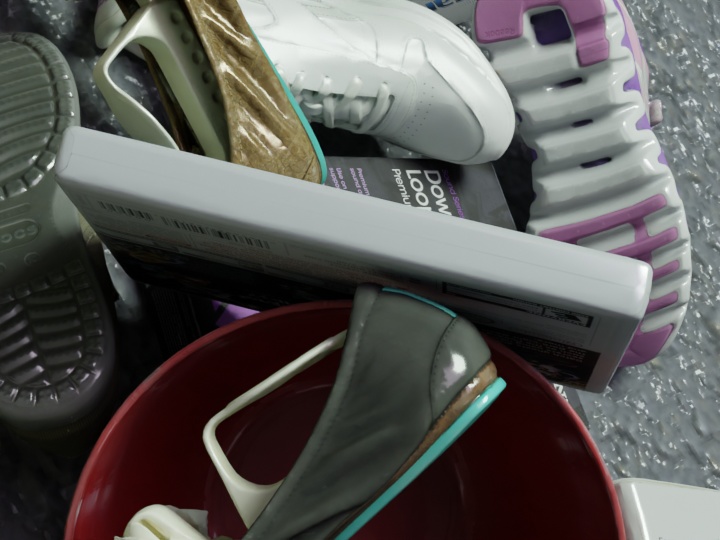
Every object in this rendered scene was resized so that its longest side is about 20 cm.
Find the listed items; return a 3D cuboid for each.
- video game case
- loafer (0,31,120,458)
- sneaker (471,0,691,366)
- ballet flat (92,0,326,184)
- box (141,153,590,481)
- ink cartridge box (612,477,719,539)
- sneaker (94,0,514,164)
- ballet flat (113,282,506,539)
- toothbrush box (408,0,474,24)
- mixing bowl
[{"bbox_3d":[0.000,0.000,0.800,0.198,0.182,0.024,13,80,5],"label":"video game case"},{"bbox_3d":[-0.135,-0.010,0.867,0.074,0.070,0.201,-11,53,-3],"label":"loafer"},{"bbox_3d":[0.114,-0.057,1.054,0.088,0.080,0.202,-41,118,-68],"label":"sneaker"},{"bbox_3d":[-0.083,-0.104,0.903,0.072,0.068,0.201,-29,101,-31],"label":"ballet flat"},{"bbox_3d":[-0.001,0.018,0.969,0.199,0.036,0.144,-1,63,-40],"label":"box"},{"bbox_3d":[0.108,0.200,0.854,0.083,0.144,0.202,8,58,-36],"label":"ink cartridge box"},{"bbox_3d":[-0.028,-0.087,0.992,0.199,0.075,0.100,26,53,-3],"label":"sneaker"},{"bbox_3d":[-0.035,0.087,0.737,0.068,0.200,0.068,39,3,4],"label":"ballet flat"},{"bbox_3d":[0.012,-0.227,1.046,0.200,0.085,0.147,42,35,-53],"label":"toothbrush box"},{"bbox_3d":[-0.007,0.102,0.824,0.200,0.200,0.108,43,4,-7],"label":"mixing bowl"}]
